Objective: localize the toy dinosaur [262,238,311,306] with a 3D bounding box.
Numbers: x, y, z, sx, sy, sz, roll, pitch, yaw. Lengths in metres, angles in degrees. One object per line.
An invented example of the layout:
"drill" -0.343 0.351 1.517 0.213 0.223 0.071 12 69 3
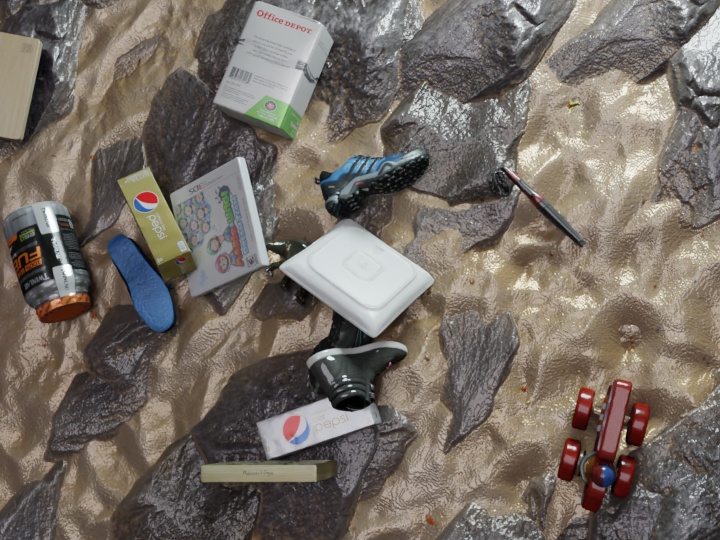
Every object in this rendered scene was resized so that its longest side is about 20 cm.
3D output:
"toy dinosaur" -0.099 -0.006 1.569 0.200 0.077 0.102 39 79 20

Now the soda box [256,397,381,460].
"soda box" -0.070 0.258 1.518 0.198 0.064 0.069 -21 78 10

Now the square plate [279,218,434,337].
"square plate" 0.000 0.000 1.488 0.199 0.198 0.029 35 134 15

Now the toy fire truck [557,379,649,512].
"toy fire truck" 0.368 0.264 1.358 0.111 0.168 0.202 15 85 15

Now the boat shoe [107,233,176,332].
"boat shoe" -0.383 0.021 1.627 0.084 0.069 0.201 -26 78 0

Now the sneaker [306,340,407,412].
"sneaker" 0.009 0.175 1.455 0.071 0.199 0.100 -44 61 42

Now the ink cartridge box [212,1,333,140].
"ink cartridge box" -0.155 -0.359 1.617 0.144 0.084 0.202 23 88 15

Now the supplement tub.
"supplement tub" -0.570 -0.014 1.646 0.122 0.123 0.202 -25 77 9

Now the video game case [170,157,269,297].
"video game case" -0.254 -0.074 1.597 0.181 0.024 0.202 -22 76 32

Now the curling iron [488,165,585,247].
"curling iron" 0.295 -0.106 1.506 0.199 0.026 0.050 38 113 11

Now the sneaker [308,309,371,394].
"sneaker" -0.024 0.127 1.519 0.201 0.079 0.075 -64 31 18

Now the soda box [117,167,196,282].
"soda box" -0.366 -0.083 1.610 0.064 0.068 0.201 -24 65 -12

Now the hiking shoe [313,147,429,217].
"hiking shoe" 0.019 -0.173 1.547 0.198 0.075 0.087 -24 64 0

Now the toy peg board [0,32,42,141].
"toy peg board" -0.730 -0.359 1.763 0.197 0.098 0.202 10 85 -1

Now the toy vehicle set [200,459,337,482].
"toy vehicle set" -0.150 0.333 1.494 0.198 0.124 0.027 -3 81 13
